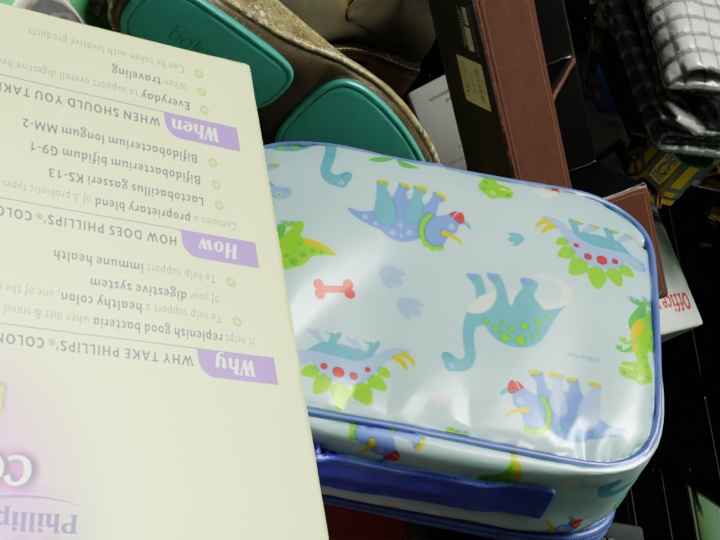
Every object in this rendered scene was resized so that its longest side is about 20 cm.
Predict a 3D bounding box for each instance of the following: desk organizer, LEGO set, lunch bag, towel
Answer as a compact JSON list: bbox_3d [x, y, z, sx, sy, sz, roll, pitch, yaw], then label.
[{"bbox_3d":[0.103,-0.070,0.908,0.072,0.077,0.200,-141,-146,-66],"label":"desk organizer"},{"bbox_3d":[0.207,-0.090,1.077,0.154,0.116,0.200,4,56,-27],"label":"LEGO set"},{"bbox_3d":[0.026,0.033,0.717,0.200,0.082,0.161,10,48,-6],"label":"lunch bag"},{"bbox_3d":[0.234,-0.141,0.995,0.200,0.086,0.166,5,57,-27],"label":"towel"}]

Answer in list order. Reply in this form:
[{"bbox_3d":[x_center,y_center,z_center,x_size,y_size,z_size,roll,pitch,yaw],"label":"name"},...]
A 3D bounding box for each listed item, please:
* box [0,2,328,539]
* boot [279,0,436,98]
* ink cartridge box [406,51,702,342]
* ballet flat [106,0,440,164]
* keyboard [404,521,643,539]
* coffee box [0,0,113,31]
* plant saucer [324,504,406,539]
[{"bbox_3d":[-0.121,0.017,0.569,0.176,0.097,0.200,10,58,-37],"label":"box"},{"bbox_3d":[-0.011,-0.165,0.907,0.075,0.097,0.200,43,14,28],"label":"boot"},{"bbox_3d":[0.128,-0.036,1.063,0.145,0.084,0.200,-6,74,-61],"label":"ink cartridge box"},{"bbox_3d":[-0.033,-0.092,0.771,0.200,0.070,0.065,39,28,-36],"label":"ballet flat"},{"bbox_3d":[0.084,0.126,0.789,0.200,0.021,0.127,16,61,-52],"label":"keyboard"},{"bbox_3d":[-0.136,-0.092,0.721,0.200,0.044,0.123,47,34,-30],"label":"coffee box"},{"bbox_3d":[0.058,0.083,0.823,0.200,0.037,0.200,47,40,-31],"label":"plant saucer"}]
